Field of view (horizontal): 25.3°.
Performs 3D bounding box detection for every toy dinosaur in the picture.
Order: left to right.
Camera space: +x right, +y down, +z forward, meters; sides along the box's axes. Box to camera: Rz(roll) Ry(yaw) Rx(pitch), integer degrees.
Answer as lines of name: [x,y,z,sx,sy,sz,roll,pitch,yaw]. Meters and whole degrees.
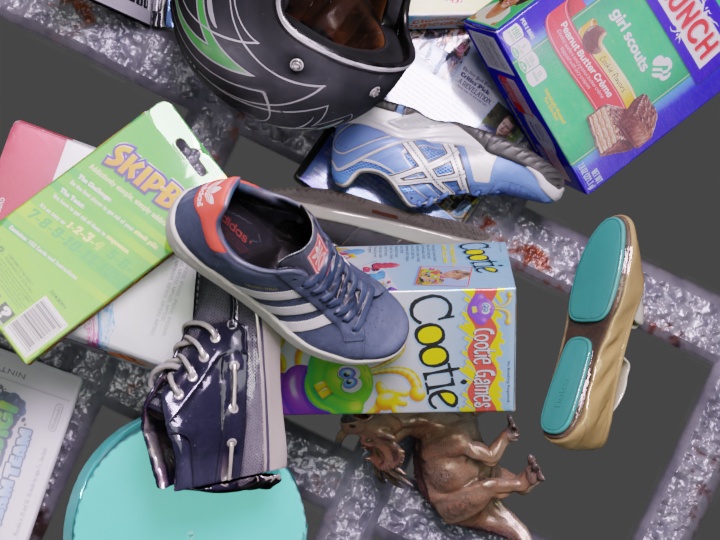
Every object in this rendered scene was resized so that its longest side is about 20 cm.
toy dinosaur: [0.071,0.162,1.311,0.135,0.086,0.201,-29,105,3]

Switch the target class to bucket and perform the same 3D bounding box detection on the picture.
bucket: [-0.134,0.205,1.255,0.206,0.135,0.209,1,83,-5]

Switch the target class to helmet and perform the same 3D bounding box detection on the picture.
helmet: [-0.052,-0.207,1.247,0.199,0.200,0.192,4,99,-5]

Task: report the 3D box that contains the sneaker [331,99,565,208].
sneaker: [0.069,-0.084,1.324,0.199,0.076,0.078,16,90,6]

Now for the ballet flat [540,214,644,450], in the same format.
ballet flat: [0.203,0.055,1.350,0.063,0.069,0.201,21,84,-31]

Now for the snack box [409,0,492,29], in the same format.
snack box: [0.093,-0.266,1.361,0.199,0.037,0.117,-3,80,-12]

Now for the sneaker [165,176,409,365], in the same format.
sneaker: [-0.036,0.001,1.109,0.199,0.084,0.075,29,60,-23]

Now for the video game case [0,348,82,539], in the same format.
video game case: [-0.328,0.138,1.243,0.181,0.024,0.201,21,52,-10]

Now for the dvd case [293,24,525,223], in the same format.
dvd case: [0.056,-0.118,1.366,0.142,0.018,0.201,35,83,-1]

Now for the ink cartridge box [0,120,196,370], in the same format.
ink cartridge box: [-0.194,-0.009,1.266,0.199,0.145,0.146,19,83,-3]

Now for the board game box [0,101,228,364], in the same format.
board game box: [-0.193,-0.029,1.181,0.200,0.030,0.096,-38,90,-5]

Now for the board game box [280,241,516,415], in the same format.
board game box: [0.018,0.045,1.244,0.199,0.105,0.104,-1,111,1]

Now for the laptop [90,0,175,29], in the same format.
laptop: [-0.138,-0.301,1.320,0.115,0.200,0.189,1,82,28]

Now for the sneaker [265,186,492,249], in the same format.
sneaker: [0.000,0.000,1.315,0.199,0.075,0.107,14,105,4]

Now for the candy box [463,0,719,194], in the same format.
candy box: [0.212,-0.191,1.329,0.200,0.077,0.169,-38,116,-8]

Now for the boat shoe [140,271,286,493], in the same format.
boat shoe: [-0.111,0.065,1.148,0.092,0.075,0.201,-8,90,-34]
